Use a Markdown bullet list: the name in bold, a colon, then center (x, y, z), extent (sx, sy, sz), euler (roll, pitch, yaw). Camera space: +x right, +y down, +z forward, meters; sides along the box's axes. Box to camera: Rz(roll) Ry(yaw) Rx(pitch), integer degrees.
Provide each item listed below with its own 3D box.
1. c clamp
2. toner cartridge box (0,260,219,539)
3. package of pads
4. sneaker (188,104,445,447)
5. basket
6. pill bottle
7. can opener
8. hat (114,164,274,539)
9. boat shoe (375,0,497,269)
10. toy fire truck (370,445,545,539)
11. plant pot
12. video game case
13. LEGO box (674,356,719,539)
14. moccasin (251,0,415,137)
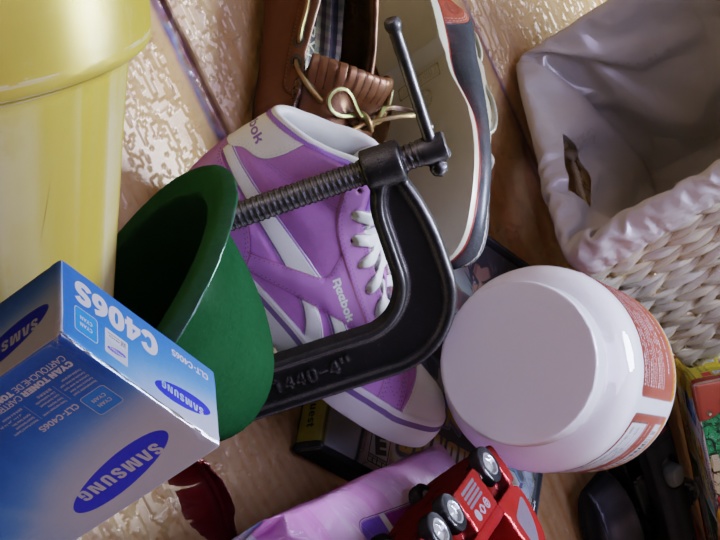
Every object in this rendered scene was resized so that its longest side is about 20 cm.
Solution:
- **c clamp**: center (-0.037, -0.013, 1.059), extent (0.027, 0.198, 0.172), euler (-94, 160, -72)
- **toner cartridge box**: center (-0.163, 0.084, 0.868), extent (0.095, 0.199, 0.043), euler (38, 28, -37)
- **package of pads**: center (0.009, 0.170, 1.071), extent (0.121, 0.075, 0.200), euler (60, 25, 9)
- **sneaker**: center (0.000, 0.000, 1.102), extent (0.200, 0.114, 0.073), euler (45, 16, -19)
- **basket**: center (0.227, -0.077, 1.313), extent (0.161, 0.199, 0.199), euler (45, 25, -38)
- **pill bottle**: center (0.108, 0.056, 1.160), extent (0.200, 0.111, 0.113), euler (19, 65, -73)
- **can opener**: center (0.173, 0.104, 1.333), extent (0.078, 0.063, 0.202), euler (-30, 114, -47)
- **hat**: center (-0.052, 0.066, 1.004), extent (0.175, 0.200, 0.167), euler (35, 76, -20)
- **boat shoe**: center (0.050, -0.081, 1.219), extent (0.062, 0.071, 0.201), euler (33, 38, -43)
- **toy fire truck**: center (0.059, 0.179, 1.002), extent (0.142, 0.049, 0.200), euler (56, 24, -3)
- **plant pot**: center (-0.183, -0.058, 0.895), extent (0.200, 0.199, 0.191), euler (-26, 117, -48)
- **video game case**: center (0.048, 0.057, 1.245), extent (0.199, 0.025, 0.182), euler (32, 59, -40)
- **LEGO box**: center (0.258, 0.128, 1.351), extent (0.200, 0.076, 0.151), euler (-23, 102, -85)
- **moccasin**: center (-0.013, -0.102, 1.169), extent (0.073, 0.077, 0.204), euler (21, 66, -44)
